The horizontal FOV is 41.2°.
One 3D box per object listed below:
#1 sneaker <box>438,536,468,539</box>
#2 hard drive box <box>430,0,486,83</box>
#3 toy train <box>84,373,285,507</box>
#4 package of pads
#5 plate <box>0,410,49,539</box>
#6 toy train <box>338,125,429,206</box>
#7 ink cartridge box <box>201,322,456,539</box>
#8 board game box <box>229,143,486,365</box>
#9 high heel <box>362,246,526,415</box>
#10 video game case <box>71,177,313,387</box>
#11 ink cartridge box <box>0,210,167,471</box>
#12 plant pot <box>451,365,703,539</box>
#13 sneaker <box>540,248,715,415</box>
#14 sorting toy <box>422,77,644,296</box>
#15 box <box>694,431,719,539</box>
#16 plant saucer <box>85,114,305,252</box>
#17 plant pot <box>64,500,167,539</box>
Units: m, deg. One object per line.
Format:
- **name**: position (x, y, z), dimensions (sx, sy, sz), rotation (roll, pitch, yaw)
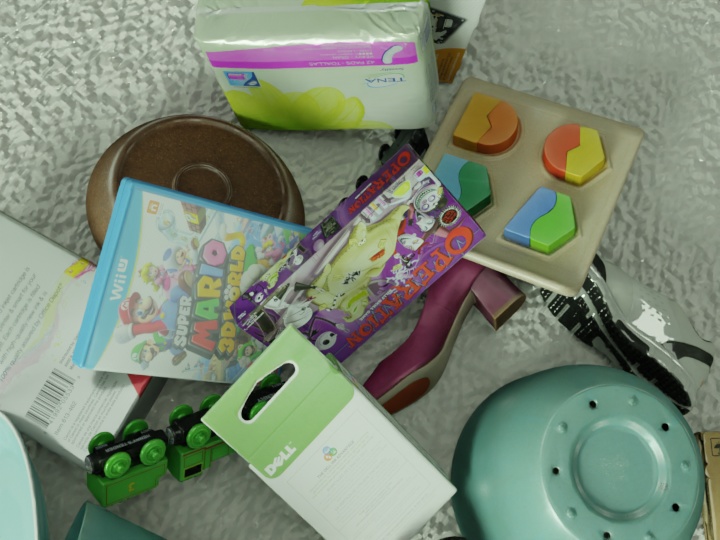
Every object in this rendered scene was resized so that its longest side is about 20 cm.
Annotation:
- **sneaker**: position (0.072, 0.310, 0.774), dimensions (0.094, 0.078, 0.204), rotation (-8, 97, -45)
- **hard drive box**: position (0.006, -0.252, 0.885), dimensions (0.196, 0.156, 0.078), rotation (6, 73, -4)
- **toy train**: position (-0.132, 0.137, 0.782), dimensions (0.198, 0.057, 0.042), rotation (-15, 35, -38)
- **package of pads**: position (-0.031, -0.185, 0.850), dimensions (0.196, 0.155, 0.069), rotation (1, 69, 10)
- **plate**: position (-0.272, 0.206, 0.728), dimensions (0.025, 0.199, 0.204), rotation (3, 71, -40)
- **toy train**: position (0.005, -0.054, 0.889), dimensions (0.034, 0.046, 0.201), rotation (19, 66, 39)
- **ink cartridge box**: position (-0.026, 0.141, 0.776), dimensions (0.104, 0.059, 0.200), rotation (-44, 105, -1)
- **board game box**: position (0.000, 0.000, 0.803), dimensions (0.200, 0.120, 0.032), rotation (-42, 48, 9)
- **high heel**: position (0.049, 0.051, 0.864), dimensions (0.199, 0.068, 0.096), rotation (-36, 65, -16)
- **video game case**: position (-0.125, 0.018, 0.778), dimensions (0.018, 0.198, 0.146), rotation (21, 95, 44)
- **ink cartridge box**: position (-0.264, 0.060, 0.807), dimensions (0.198, 0.083, 0.147), rotation (29, 74, 2)
- **plant pot**: position (0.184, 0.170, 0.782), dimensions (0.196, 0.161, 0.205), rotation (1, 74, -5)
- **sneaker**: position (0.242, 0.038, 0.884), dimensions (0.080, 0.074, 0.201), rotation (-39, 85, -31)
- **sorting toy**: position (0.144, -0.088, 0.878), dimensions (0.182, 0.037, 0.202), rotation (21, 63, 19)
- **box**: position (0.405, 0.228, 0.864), dimensions (0.196, 0.021, 0.167), rotation (1, 75, -6)
- **plant saucer**: position (-0.141, -0.065, 0.850), dimensions (0.196, 0.035, 0.203), rotation (9, 57, -14)
- **plant pot**: position (-0.164, 0.293, 0.701), dimensions (0.159, 0.200, 0.204), rotation (22, 73, -14)
